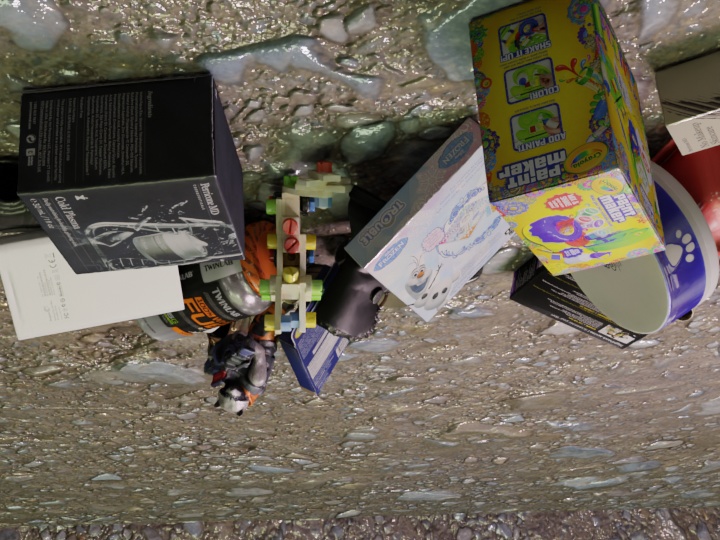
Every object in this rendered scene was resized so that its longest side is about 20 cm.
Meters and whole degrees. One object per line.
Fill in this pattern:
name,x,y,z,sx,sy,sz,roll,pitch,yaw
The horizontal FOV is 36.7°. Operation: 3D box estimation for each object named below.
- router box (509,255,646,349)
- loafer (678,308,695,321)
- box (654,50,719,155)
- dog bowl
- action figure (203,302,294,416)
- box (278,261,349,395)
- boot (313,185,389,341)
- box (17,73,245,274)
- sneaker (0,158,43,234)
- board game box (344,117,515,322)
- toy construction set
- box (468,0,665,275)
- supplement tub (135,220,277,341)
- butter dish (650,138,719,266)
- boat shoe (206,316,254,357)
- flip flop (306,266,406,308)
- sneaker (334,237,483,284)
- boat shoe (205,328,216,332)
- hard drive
router box,0.332,0.032,1.535,0.198,0.051,0.149,24,150,-12
loafer,0.442,0.025,1.590,0.199,0.069,0.075,18,148,-41
box,0.408,-0.188,1.095,0.198,0.069,0.082,-17,153,26
dog bowl,0.317,-0.030,1.266,0.078,0.201,0.200,-30,163,-18
action figure,-0.130,0.105,1.444,0.104,0.195,0.200,32,165,-14
box,-0.056,0.075,1.455,0.032,0.122,0.201,24,157,19
boot,0.000,0.000,1.310,0.076,0.169,0.200,30,178,19
box,-0.231,-0.095,1.136,0.194,0.125,0.200,-7,157,1
sneaker,-0.435,-0.077,1.215,0.198,0.071,0.099,-11,155,0
board game box,0.100,-0.052,1.259,0.200,0.043,0.199,-46,149,3
toy construction set,-0.074,-0.034,1.255,0.091,0.202,0.131,14,-170,-4
box,0.202,-0.127,1.043,0.121,0.195,0.200,-14,154,22
supplement tub,-0.190,0.010,1.382,0.198,0.124,0.122,-18,153,29
butter dish,0.430,-0.071,1.268,0.197,0.149,0.200,4,156,-16
boat shoe,-0.195,0.084,1.618,0.070,0.071,0.200,1,149,-31
flip flop,-0.017,0.037,1.553,0.198,0.058,0.081,9,153,-28
sneaker,0.065,-0.010,1.458,0.197,0.075,0.080,4,161,2
boat shoe,-0.213,0.037,1.513,0.069,0.072,0.200,8,160,-27
hard drive,-0.314,0.005,1.272,0.198,0.026,0.133,-11,124,-11
